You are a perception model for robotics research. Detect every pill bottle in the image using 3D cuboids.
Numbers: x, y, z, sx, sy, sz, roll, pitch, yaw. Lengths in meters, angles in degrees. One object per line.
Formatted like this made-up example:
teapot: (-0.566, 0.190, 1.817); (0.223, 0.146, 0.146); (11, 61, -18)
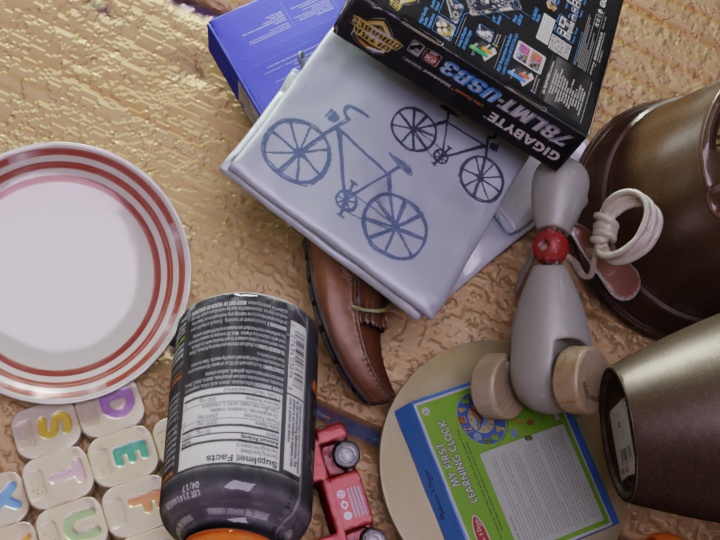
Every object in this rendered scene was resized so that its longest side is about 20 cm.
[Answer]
pill bottle: (-0.084, 0.125, 1.097); (0.105, 0.107, 0.202); (7, 56, -7)

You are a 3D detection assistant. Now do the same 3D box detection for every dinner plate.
dinner plate: (-0.226, 0.002, 1.190); (0.198, 0.024, 0.202); (2, 73, -8)

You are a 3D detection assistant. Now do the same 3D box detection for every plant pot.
plant pot: (0.280, -0.057, 1.186); (0.198, 0.198, 0.202); (2, 80, -12)
plant pot: (0.272, 0.101, 1.091); (0.198, 0.187, 0.189); (-7, 77, -6)

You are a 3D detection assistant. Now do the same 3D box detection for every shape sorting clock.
shape sorting clock: (0.108, 0.150, 1.196); (0.198, 0.039, 0.202); (7, 67, -17)

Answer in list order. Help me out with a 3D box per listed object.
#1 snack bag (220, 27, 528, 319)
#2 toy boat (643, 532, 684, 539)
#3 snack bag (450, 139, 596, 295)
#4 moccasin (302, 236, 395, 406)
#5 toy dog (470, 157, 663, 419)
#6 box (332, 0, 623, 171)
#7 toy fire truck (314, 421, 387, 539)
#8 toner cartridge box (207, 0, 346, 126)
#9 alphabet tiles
snack bag: (0.023, -0.093, 1.177); (0.188, 0.021, 0.201); (35, 66, -5)
toy boat: (0.187, 0.237, 1.100); (0.199, 0.131, 0.131); (10, 28, -38)
snack bag: (0.066, -0.096, 1.263); (0.200, 0.021, 0.189); (-38, 85, -16)
moccasin: (0.000, 0.000, 1.200); (0.077, 0.074, 0.203); (-13, 72, 7)
toy dog: (0.156, 0.027, 1.182); (0.131, 0.096, 0.201); (24, 89, 39)
box: (0.096, -0.198, 1.201); (0.197, 0.050, 0.201); (30, 45, -9)
toy fire truck: (-0.047, 0.222, 1.149); (0.140, 0.049, 0.202); (-16, 78, -11)
toner cartridge box: (-0.011, -0.186, 1.244); (0.199, 0.043, 0.095); (-26, 73, -15)
alphabet tiles: (-0.181, 0.177, 1.130); (0.194, 0.015, 0.201); (-17, 64, -10)
